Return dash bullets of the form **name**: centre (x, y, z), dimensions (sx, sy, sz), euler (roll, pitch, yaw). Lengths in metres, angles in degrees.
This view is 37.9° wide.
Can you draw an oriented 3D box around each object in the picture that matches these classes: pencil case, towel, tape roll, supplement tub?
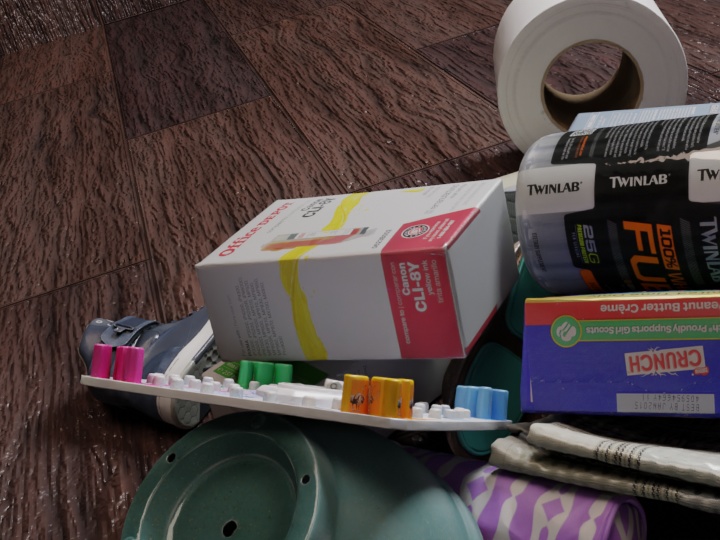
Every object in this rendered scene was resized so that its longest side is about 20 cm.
- **pencil case**: centre (0.078, 0.161, 0.648), dimensions (0.198, 0.087, 0.084), euler (7, -3, 37)
- **towel**: centre (0.201, 0.107, 0.642), dimensions (0.198, 0.035, 0.192), euler (4, 4, 34)
- **tape roll**: centre (0.248, -0.221, 1.158), dimensions (0.200, 0.204, 0.140), euler (-10, 26, 9)
- **supplement tub**: centre (0.222, -0.046, 0.751), dimensions (0.198, 0.124, 0.123), euler (-3, 28, 33)

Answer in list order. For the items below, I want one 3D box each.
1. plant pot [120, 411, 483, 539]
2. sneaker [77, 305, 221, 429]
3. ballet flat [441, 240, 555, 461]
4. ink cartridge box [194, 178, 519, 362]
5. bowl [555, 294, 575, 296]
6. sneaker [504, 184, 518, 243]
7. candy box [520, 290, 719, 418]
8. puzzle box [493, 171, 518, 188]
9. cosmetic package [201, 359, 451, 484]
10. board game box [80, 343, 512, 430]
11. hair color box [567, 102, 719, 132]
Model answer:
- **plant pot**: centre (-0.045, 0.160, 0.566), dimensions (0.198, 0.134, 0.202), euler (-17, 48, 19)
- **sneaker**: centre (-0.167, 0.056, 0.973), dimensions (0.145, 0.078, 0.202), euler (6, 34, 31)
- **ballet flat**: centre (0.103, 0.065, 0.818), dimensions (0.067, 0.068, 0.201), euler (-26, 30, 55)
- **ink cartridge box**: centre (0.000, 0.000, 0.776), dimensions (0.198, 0.084, 0.145), euler (-4, 21, 26)
- **bowl**: centre (0.212, 0.005, 0.919), dimensions (0.198, 0.040, 0.201), euler (-12, 26, 6)
- **sneaker**: centre (0.205, -0.033, 0.889), dimensions (0.199, 0.074, 0.071), euler (20, 32, 35)
- **candy box**: centre (0.212, 0.052, 0.692), dimensions (0.167, 0.078, 0.200), euler (-1, -1, 25)
- **puzzle box**: centre (0.112, -0.059, 1.056), dimensions (0.198, 0.026, 0.133), euler (-17, 15, 15)
- **cosmetic package**: centre (-0.012, 0.079, 0.839), dimensions (0.107, 0.086, 0.199), euler (17, 42, 43)
- **board game box**: centre (-0.029, 0.071, 0.630), dimensions (0.198, 0.026, 0.200), euler (4, -5, 25)
- **hair color box**: centre (0.283, -0.085, 0.901), dimensions (0.198, 0.100, 0.061), euler (-1, 28, 26)
